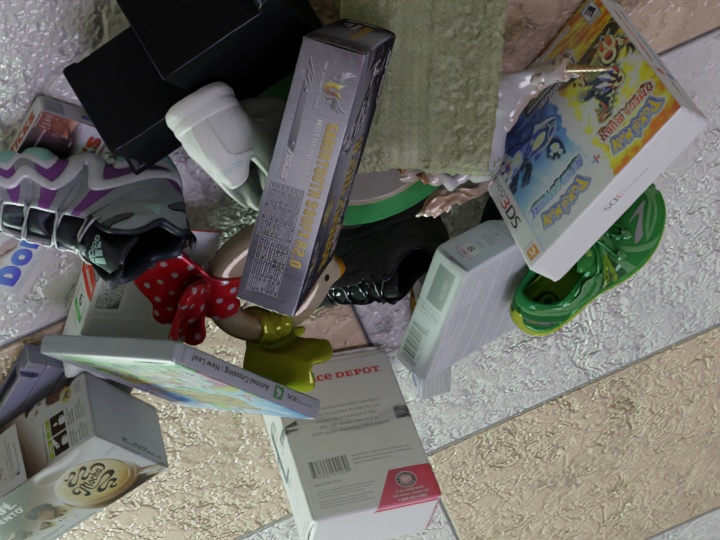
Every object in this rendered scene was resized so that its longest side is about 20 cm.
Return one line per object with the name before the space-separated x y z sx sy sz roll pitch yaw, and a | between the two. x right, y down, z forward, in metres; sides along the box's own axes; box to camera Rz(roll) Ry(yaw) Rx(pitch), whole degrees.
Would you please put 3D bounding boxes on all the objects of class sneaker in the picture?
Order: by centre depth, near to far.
sneaker | -0.088 -0.087 0.962 0.075 0.089 0.200 -32 175 13
sneaker | -0.231 -0.033 1.003 0.199 0.140 0.078 -10 139 -20
sneaker | 0.230 -0.014 1.220 0.200 0.074 0.084 -44 158 -5
sneaker | 0.000 0.000 1.224 0.199 0.091 0.076 -28 144 7

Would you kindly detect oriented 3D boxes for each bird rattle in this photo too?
bird rattle | -0.103 0.016 1.148 0.163 0.113 0.200 -48 127 5

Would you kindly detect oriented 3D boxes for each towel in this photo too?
towel | 0.047 -0.178 1.011 0.147 0.036 0.201 2 100 2

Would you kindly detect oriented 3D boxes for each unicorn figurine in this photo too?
unicorn figurine | 0.110 -0.134 1.089 0.137 0.074 0.200 -11 152 -23

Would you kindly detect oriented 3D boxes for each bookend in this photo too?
bookend | -0.141 -0.166 0.906 0.199 0.092 0.199 -32 176 10

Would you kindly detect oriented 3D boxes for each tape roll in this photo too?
tape roll | 0.005 -0.131 1.120 0.199 0.048 0.201 -13 138 -12

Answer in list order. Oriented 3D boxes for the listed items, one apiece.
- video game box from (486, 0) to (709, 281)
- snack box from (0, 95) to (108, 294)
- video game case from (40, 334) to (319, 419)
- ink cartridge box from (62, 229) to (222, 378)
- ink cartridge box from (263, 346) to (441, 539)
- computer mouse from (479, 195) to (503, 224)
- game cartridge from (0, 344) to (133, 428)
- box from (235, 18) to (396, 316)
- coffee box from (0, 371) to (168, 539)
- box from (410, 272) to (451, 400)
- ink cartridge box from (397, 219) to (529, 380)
video game box | 0.196 -0.123 1.117 0.047 0.183 0.200 17 124 -38
snack box | -0.291 -0.062 1.072 0.072 0.024 0.200 15 126 -38
video game case | -0.167 0.098 1.131 0.199 0.022 0.182 -1 159 43
ink cartridge box | -0.213 0.020 1.178 0.108 0.051 0.201 3 131 -27
ink cartridge box | -0.016 0.192 1.336 0.145 0.201 0.085 -8 142 -18
computer mouse | 0.167 -0.018 1.298 0.140 0.046 0.201 0 124 -47
game cartridge | -0.328 0.159 1.283 0.129 0.039 0.200 11 129 -39
box | -0.031 -0.084 0.933 0.048 0.158 0.201 17 107 4
coffee box | -0.310 0.199 1.239 0.199 0.080 0.113 -33 142 16
box | 0.079 0.067 1.371 0.041 0.039 0.201 -15 138 -10
ink cartridge box | 0.137 0.011 1.252 0.200 0.057 0.163 -30 150 -39
